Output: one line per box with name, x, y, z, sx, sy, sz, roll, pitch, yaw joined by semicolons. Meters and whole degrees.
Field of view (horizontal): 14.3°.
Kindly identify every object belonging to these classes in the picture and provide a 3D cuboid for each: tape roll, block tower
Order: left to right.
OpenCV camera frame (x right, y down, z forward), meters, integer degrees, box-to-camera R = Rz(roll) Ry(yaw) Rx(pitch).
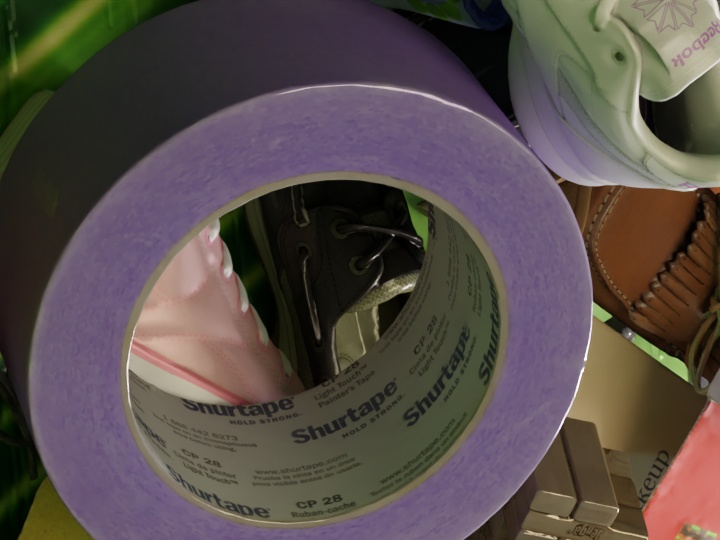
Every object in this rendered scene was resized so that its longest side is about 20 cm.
tape roll;-0.026;0.010;0.993;0.199;0.085;0.201;-9;120;-15
block tower;0.055;0.154;1.168;0.054;0.058;0.201;13;123;-16

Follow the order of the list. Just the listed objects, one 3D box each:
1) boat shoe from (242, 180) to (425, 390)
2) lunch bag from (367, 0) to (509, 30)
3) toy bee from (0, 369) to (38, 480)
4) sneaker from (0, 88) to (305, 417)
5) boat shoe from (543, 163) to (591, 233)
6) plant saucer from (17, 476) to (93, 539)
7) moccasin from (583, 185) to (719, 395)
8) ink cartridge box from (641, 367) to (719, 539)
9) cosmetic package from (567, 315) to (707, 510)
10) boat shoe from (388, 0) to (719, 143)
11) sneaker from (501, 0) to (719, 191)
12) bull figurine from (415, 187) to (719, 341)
boat shoe;-0.001;0.001;1.151;0.071;0.066;0.202;-18;111;-42
lunch bag;0.032;-0.196;1.072;0.200;0.170;0.128;-52;128;-20
toy bee;-0.178;0.054;0.971;0.108;0.131;0.200;-36;135;-4
sneaker;-0.067;0.001;1.083;0.200;0.075;0.105;33;81;-37
boat shoe;0.067;-0.082;1.131;0.072;0.072;0.201;16;70;-12
plant saucer;-0.067;0.184;1.104;0.199;0.048;0.201;14;103;-44
moccasin;0.150;0.015;1.207;0.074;0.078;0.201;-50;134;-6
ink cartridge box;0.223;0.088;1.200;0.199;0.044;0.174;24;100;-33
cosmetic package;0.111;0.094;1.235;0.199;0.071;0.106;33;79;-27
boat shoe;0.082;-0.085;1.062;0.199;0.060;0.074;-11;80;-22
sneaker;0.078;-0.110;0.955;0.075;0.099;0.201;-43;123;-20
bull figurine;0.082;-0.060;1.220;0.200;0.065;0.122;38;79;-34
